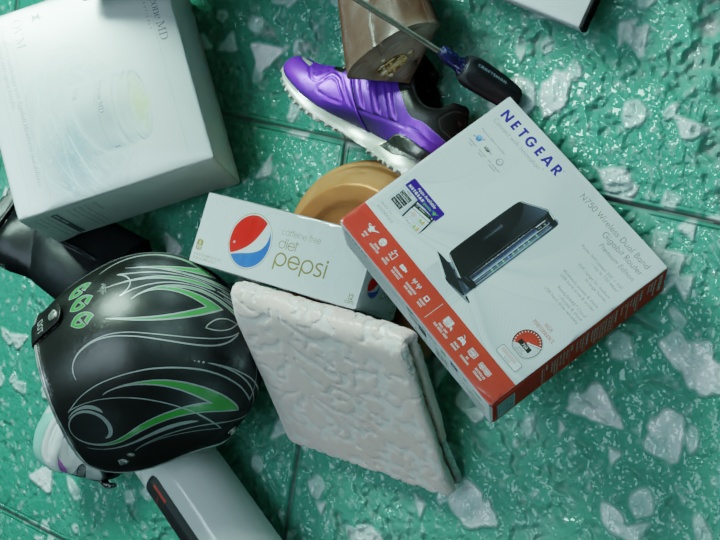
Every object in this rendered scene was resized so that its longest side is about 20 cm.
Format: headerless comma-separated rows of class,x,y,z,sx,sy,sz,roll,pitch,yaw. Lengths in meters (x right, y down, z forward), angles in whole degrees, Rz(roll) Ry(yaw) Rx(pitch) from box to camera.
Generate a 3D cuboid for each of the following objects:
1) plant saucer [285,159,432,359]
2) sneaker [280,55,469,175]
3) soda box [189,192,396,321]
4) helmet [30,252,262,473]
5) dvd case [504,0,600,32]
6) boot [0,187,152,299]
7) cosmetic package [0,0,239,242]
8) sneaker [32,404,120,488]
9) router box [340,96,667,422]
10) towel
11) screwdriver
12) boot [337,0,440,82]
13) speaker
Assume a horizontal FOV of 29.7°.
plant saucer,0.000,0.000,1.242,0.198,0.037,0.203,1,92,37
sneaker,0.020,-0.158,1.208,0.199,0.069,0.100,36,104,27
soda box,-0.056,-0.014,1.214,0.198,0.063,0.069,15,87,35
helmet,-0.189,0.079,1.268,0.189,0.200,0.202,-19,79,3
dvd case,0.125,-0.296,1.108,0.199,0.018,0.144,27,95,22
boot,-0.282,-0.056,1.414,0.167,0.077,0.201,26,71,15
cosmetic package,-0.244,-0.160,1.317,0.198,0.123,0.202,-17,80,3
sneaker,-0.261,0.129,1.426,0.139,0.078,0.202,16,102,27
router box,0.112,-0.012,1.088,0.179,0.049,0.200,-36,67,-9
towel,-0.012,0.102,1.196,0.198,0.032,0.192,14,138,37
screwdriver,0.055,-0.191,1.114,0.029,0.199,0.028,-59,23,-4
boot,-0.022,-0.232,1.203,0.186,0.064,0.202,-32,58,31
speaker,-0.143,0.238,1.323,0.200,0.081,0.081,51,119,24
